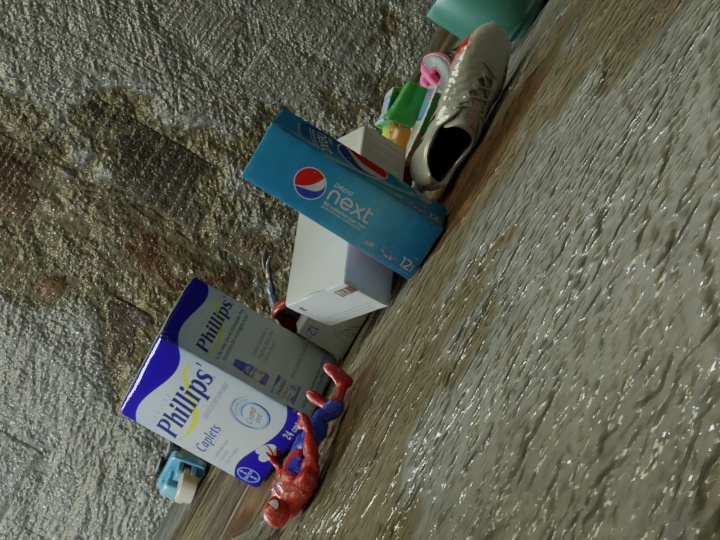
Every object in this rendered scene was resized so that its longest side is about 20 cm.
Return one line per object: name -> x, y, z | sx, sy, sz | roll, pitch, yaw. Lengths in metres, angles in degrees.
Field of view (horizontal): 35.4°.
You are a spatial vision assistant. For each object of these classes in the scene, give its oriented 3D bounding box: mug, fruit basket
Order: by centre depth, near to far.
mug -> 0.171, -0.353, 1.384 | 0.153, 0.114, 0.185 | -60, 6, -7
fruit basket -> 0.046, -0.158, 1.557 | 0.201, 0.093, 0.185 | -62, 6, 0

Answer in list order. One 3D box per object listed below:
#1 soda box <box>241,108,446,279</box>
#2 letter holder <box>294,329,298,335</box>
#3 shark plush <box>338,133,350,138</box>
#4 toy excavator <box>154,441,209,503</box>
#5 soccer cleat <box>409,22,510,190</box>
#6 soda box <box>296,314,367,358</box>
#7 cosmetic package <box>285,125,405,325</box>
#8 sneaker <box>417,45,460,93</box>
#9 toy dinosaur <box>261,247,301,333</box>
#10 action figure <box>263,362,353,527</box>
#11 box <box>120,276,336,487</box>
soda box -> -0.014, -0.078, 1.138 | 0.068, 0.199, 0.064 | -57, 5, 23
letter holder -> -0.123, 0.144, 1.531 | 0.200, 0.100, 0.142 | -54, 6, 50
shark plush -> -0.024, -0.080, 1.519 | 0.090, 0.201, 0.083 | -11, 10, 26
toy excavator -> -0.383, 0.456, 2.432 | 0.201, 0.099, 0.195 | -87, 23, -50
soccer cleat -> 0.116, -0.179, 1.248 | 0.201, 0.068, 0.085 | -63, 14, 5
soda box -> 0.000, 0.000, 1.331 | 0.201, 0.063, 0.068 | -59, 7, 2
cosmetic package -> -0.014, -0.049, 1.247 | 0.101, 0.074, 0.201 | -21, 53, 44
sneaker -> 0.128, -0.294, 1.821 | 0.095, 0.079, 0.200 | -37, -7, -30
toy dinosaur -> -0.079, 0.068, 1.537 | 0.181, 0.104, 0.201 | -37, -53, -74
action figure -> -0.054, 0.164, 1.039 | 0.066, 0.052, 0.200 | -52, 11, 31
box -> -0.161, 0.138, 1.348 | 0.184, 0.199, 0.105 | -54, 8, 45
